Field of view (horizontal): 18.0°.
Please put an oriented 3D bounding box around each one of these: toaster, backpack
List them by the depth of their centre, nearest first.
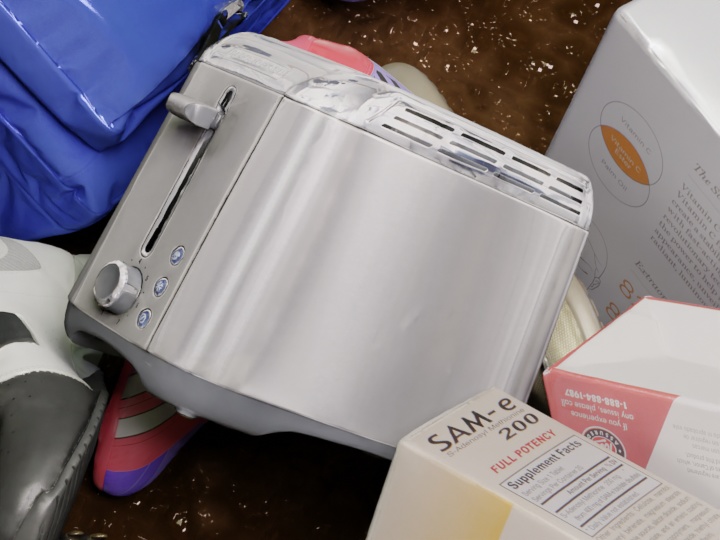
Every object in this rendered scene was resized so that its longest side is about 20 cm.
[{"bbox_3d":[0.000,0.000,0.823,0.199,0.113,0.130,22,94,-37],"label":"toaster"},{"bbox_3d":[-0.102,-0.128,0.922,0.163,0.167,0.200,52,56,-20],"label":"backpack"}]

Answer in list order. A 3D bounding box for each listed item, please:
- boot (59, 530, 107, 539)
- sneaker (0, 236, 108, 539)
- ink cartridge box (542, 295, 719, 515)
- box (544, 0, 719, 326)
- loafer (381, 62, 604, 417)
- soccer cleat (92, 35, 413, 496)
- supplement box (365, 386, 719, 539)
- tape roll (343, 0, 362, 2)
[{"bbox_3d":[-0.158,0.099,0.862,0.138,0.078,0.201,-12,69,-28],"label":"boot"},{"bbox_3d":[-0.140,0.045,0.834,0.088,0.074,0.200,21,21,-14],"label":"sneaker"},{"bbox_3d":[0.146,0.119,0.822,0.116,0.201,0.067,11,33,44],"label":"ink cartridge box"},{"bbox_3d":[0.157,-0.016,0.897,0.106,0.200,0.153,-30,73,-24],"label":"box"},{"bbox_3d":[0.036,0.004,0.940,0.068,0.076,0.200,-23,60,-19],"label":"loafer"},{"bbox_3d":[-0.043,0.004,0.895,0.076,0.067,0.201,25,86,-1],"label":"soccer cleat"},{"bbox_3d":[0.091,0.144,0.752,0.199,0.127,0.073,27,25,22],"label":"supplement box"},{"bbox_3d":[-0.004,-0.224,0.976,0.085,0.200,0.201,-26,70,-22],"label":"tape roll"}]
